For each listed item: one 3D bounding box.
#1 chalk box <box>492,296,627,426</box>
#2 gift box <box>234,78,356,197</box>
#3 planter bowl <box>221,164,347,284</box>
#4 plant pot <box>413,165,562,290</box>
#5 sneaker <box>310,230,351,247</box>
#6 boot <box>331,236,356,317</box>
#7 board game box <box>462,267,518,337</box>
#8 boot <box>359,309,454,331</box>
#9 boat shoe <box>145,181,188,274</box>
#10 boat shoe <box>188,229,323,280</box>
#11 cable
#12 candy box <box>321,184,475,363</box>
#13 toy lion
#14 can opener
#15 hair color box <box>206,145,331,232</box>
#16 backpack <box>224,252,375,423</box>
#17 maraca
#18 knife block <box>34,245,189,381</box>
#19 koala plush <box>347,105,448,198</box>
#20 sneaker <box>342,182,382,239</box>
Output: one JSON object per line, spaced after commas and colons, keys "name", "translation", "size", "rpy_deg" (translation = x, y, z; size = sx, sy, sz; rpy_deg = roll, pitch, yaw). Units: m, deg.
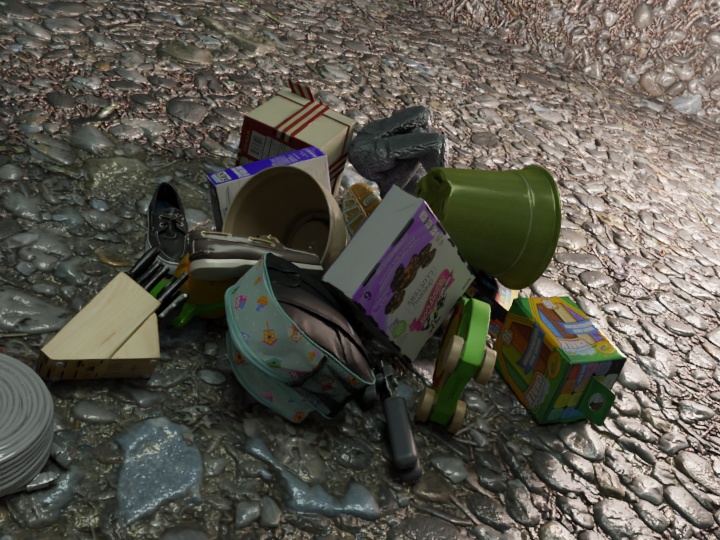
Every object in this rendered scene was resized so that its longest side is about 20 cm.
{"name": "chalk box", "translation": [0.310, 0.149, 1.356], "size": [0.121, 0.127, 0.201], "rpy_deg": [0, 35, -30]}
{"name": "gift box", "translation": [-0.129, -0.227, 1.634], "size": [0.197, 0.187, 0.187], "rpy_deg": [30, 34, 10]}
{"name": "planter bowl", "translation": [-0.101, -0.047, 1.390], "size": [0.199, 0.202, 0.134], "rpy_deg": [37, 8, 28]}
{"name": "plant pot", "translation": [0.184, -0.084, 1.398], "size": [0.186, 0.203, 0.201], "rpy_deg": [10, 31, -26]}
{"name": "sneaker", "translation": [0.006, -0.053, 1.509], "size": [0.196, 0.075, 0.114], "rpy_deg": [7, 7, -19]}
{"name": "boot", "translation": [0.000, 0.000, 1.338], "size": [0.073, 0.202, 0.076], "rpy_deg": [29, 25, 1]}
{"name": "board game box", "translation": [0.194, 0.005, 1.518], "size": [0.164, 0.057, 0.200], "rpy_deg": [39, 25, -4]}
{"name": "boot", "translation": [0.080, 0.057, 1.427], "size": [0.144, 0.071, 0.201], "rpy_deg": [25, 36, -3]}
{"name": "boat shoe", "translation": [-0.303, -0.074, 1.407], "size": [0.068, 0.067, 0.202], "rpy_deg": [7, 33, -19]}
{"name": "boat shoe", "translation": [-0.142, -0.021, 1.224], "size": [0.196, 0.072, 0.061], "rpy_deg": [2, 70, -28]}
{"name": "cable", "translation": [-0.433, 0.166, 0.956], "size": [0.198, 0.070, 0.199], "rpy_deg": [-15, 46, -44]}
{"name": "candy box", "translation": [0.060, 0.010, 1.261], "size": [0.071, 0.169, 0.200], "rpy_deg": [30, -12, 41]}
{"name": "toy lion", "translation": [0.140, 0.113, 1.255], "size": [0.067, 0.202, 0.194], "rpy_deg": [19, 48, -1]}
{"name": "can opener", "translation": [0.035, 0.203, 1.204], "size": [0.065, 0.054, 0.202], "rpy_deg": [-16, 35, 4]}
{"name": "hair color box", "translation": [-0.148, -0.125, 1.473], "size": [0.196, 0.112, 0.065], "rpy_deg": [-18, 30, -21]}
{"name": "backpack", "translation": [-0.094, 0.085, 1.160], "size": [0.200, 0.152, 0.177], "rpy_deg": [48, 15, -36]}
{"name": "maraca", "translation": [-0.222, 0.019, 1.280], "size": [0.197, 0.109, 0.137], "rpy_deg": [-29, 38, -21]}
{"name": "knife block", "translation": [-0.319, 0.047, 1.149], "size": [0.196, 0.064, 0.179], "rpy_deg": [1, 60, -27]}
{"name": "koala plush", "translation": [0.076, -0.173, 1.674], "size": [0.180, 0.203, 0.179], "rpy_deg": [-15, 36, -1]}
{"name": "sneaker", "translation": [0.042, -0.049, 1.414], "size": [0.202, 0.075, 0.087], "rpy_deg": [58, 18, 12]}
